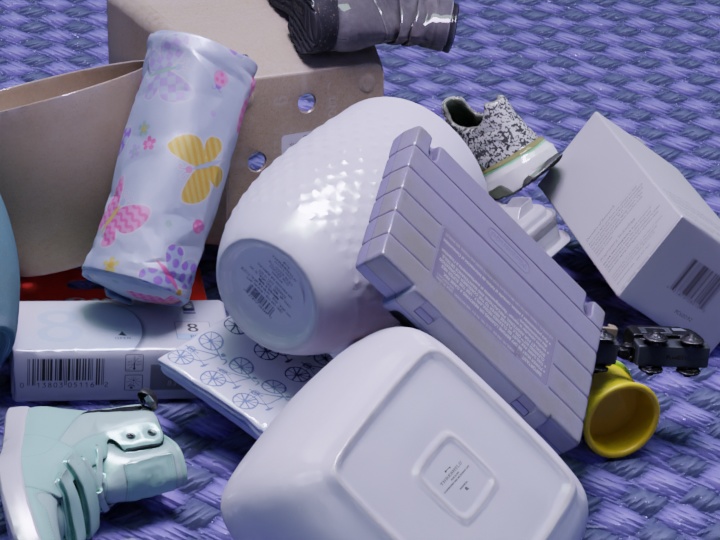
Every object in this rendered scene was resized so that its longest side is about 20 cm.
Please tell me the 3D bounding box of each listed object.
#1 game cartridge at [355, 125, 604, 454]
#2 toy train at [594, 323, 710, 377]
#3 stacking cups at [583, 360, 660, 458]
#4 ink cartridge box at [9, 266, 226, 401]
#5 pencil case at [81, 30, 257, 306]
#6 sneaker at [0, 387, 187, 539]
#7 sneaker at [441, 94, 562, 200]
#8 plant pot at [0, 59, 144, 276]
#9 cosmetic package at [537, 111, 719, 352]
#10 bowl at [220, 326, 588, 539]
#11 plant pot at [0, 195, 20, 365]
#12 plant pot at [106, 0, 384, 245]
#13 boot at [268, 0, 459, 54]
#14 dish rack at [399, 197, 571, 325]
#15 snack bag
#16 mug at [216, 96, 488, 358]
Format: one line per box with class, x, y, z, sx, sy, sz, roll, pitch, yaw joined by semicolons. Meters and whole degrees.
game cartridge;0.080;0.016;1.444;0.038;0.200;0.130;-24;33;40
toy train;0.146;0.050;1.554;0.198;0.034;0.046;3;19;-12
stacking cups;0.154;0.064;1.640;0.060;0.061;0.200;-5;27;-17
ink cartridge box;-0.185;0.029;1.668;0.159;0.048;0.200;-1;29;-11
pencil case;-0.141;-0.075;1.619;0.083;0.201;0.090;22;-13;-36
sneaker;-0.169;0.138;1.422;0.117;0.074;0.201;-5;25;-5
sneaker;0.092;-0.106;1.859;0.077;0.089;0.200;-31;9;-28
plant pot;-0.241;-0.072;1.714;0.199;0.135;0.200;-13;12;3
cosmetic package;0.230;-0.033;1.764;0.107;0.085;0.200;32;14;-26
bowl;0.041;0.137;1.328;0.200;0.075;0.200;45;48;-1
plant pot;-0.315;0.020;1.546;0.199;0.200;0.135;-22;65;-41
plant pot;-0.079;-0.120;1.784;0.199;0.201;0.177;-9;23;-25
boot;-0.003;-0.232;1.764;0.131;0.070;0.201;-2;44;-20
dish rack;0.056;-0.013;1.743;0.171;0.044;0.200;0;20;32
snack bag;-0.013;0.083;1.567;0.200;0.022;0.188;35;38;23
mug;0.000;0.000;1.563;0.147;0.201;0.175;-32;4;45
